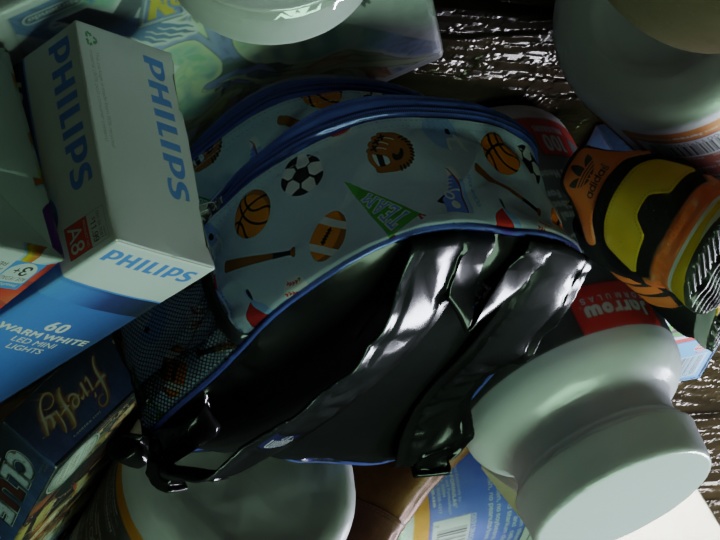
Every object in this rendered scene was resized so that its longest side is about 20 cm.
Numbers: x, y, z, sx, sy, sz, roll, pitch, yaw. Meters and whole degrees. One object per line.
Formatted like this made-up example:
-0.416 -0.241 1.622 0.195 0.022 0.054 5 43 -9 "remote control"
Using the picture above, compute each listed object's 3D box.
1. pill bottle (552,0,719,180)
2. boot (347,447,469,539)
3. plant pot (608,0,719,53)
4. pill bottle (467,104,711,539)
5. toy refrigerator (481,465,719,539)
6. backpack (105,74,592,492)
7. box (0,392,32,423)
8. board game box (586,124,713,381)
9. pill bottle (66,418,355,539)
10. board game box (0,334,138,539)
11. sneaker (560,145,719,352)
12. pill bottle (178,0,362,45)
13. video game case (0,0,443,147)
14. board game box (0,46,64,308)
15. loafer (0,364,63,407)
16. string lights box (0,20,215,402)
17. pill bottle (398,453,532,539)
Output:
0.174 -0.091 1.326 0.112 0.113 0.200 -32 154 13 "pill bottle"
-0.015 0.085 1.507 0.068 0.188 0.200 39 87 -33 "boot"
0.175 -0.169 1.124 0.199 0.201 0.175 -12 169 -26 "plant pot"
0.088 0.029 1.371 0.115 0.201 0.116 -21 154 -10 "pill bottle"
0.134 0.127 1.523 0.076 0.070 0.200 -51 151 -7 "toy refrigerator"
0.000 0.000 1.245 0.199 0.155 0.190 0 153 -45 "backpack"
-0.127 0.024 1.376 0.163 0.021 0.200 -10 151 -28 "box"
0.160 -0.006 1.533 0.151 0.037 0.200 -8 142 -31 "board game box"
-0.085 0.143 1.376 0.116 0.117 0.200 -11 154 -27 "pill bottle"
-0.147 0.096 1.357 0.136 0.035 0.200 -46 172 -40 "board game box"
0.141 -0.020 1.291 0.070 0.090 0.200 -57 166 0 "sneaker"
-0.033 -0.169 0.990 0.112 0.113 0.200 -20 155 -11 "pill bottle"
-0.066 -0.102 1.192 0.199 0.022 0.182 -24 155 -3 "video game case"
-0.229 -0.004 1.111 0.200 0.103 0.105 -36 149 31 "board game box"
-0.218 0.064 1.300 0.199 0.072 0.063 -24 157 13 "loafer"
-0.155 -0.007 1.158 0.200 0.103 0.059 -32 149 33 "string lights box"
0.076 0.108 1.615 0.199 0.112 0.112 -12 151 -29 "pill bottle"
